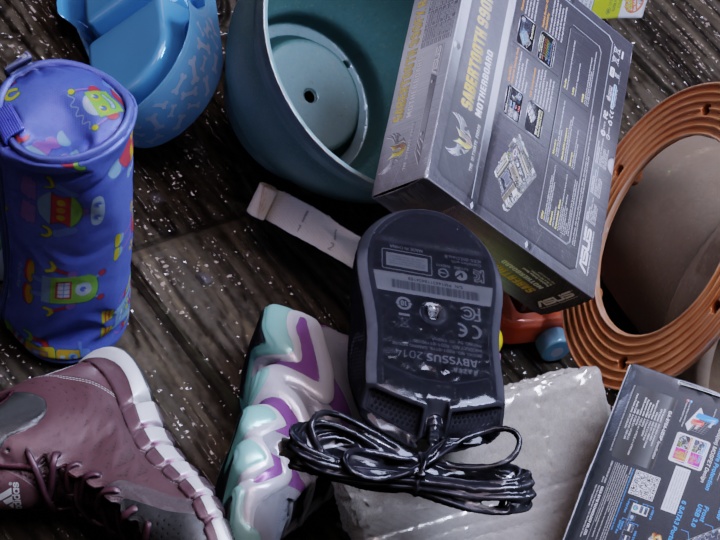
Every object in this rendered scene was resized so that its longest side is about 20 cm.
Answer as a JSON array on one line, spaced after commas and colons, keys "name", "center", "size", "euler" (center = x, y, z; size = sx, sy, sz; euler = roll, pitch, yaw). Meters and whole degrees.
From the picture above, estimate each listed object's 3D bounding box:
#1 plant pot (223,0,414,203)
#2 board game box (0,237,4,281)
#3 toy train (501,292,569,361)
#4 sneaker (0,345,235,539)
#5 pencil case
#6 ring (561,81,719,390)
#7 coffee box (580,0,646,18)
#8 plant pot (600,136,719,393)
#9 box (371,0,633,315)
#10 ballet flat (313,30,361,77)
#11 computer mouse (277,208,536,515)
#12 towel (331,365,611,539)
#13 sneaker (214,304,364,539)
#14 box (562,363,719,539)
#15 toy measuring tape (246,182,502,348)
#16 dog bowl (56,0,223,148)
[{"name": "plant pot", "center": [-0.010, -0.130, 1.314], "size": [0.200, 0.134, 0.201], "euler": [10, 71, -31]}, {"name": "board game box", "center": [-0.321, -0.058, 1.197], "size": [0.200, 0.064, 0.148], "euler": [-8, 52, -27]}, {"name": "toy train", "center": [0.105, 0.066, 1.256], "size": [0.150, 0.056, 0.200], "euler": [-1, 48, -22]}, {"name": "sneaker", "center": [-0.149, 0.131, 1.089], "size": [0.115, 0.076, 0.200], "euler": [-13, 44, -25]}, {"name": "pencil case", "center": [-0.172, -0.031, 1.137], "size": [0.087, 0.200, 0.078], "euler": [-10, 53, -15]}, {"name": "ring", "center": [0.191, -0.020, 1.214], "size": [0.019, 0.200, 0.201], "euler": [21, 41, -26]}, {"name": "coffee box", "center": [0.108, -0.320, 1.493], "size": [0.197, 0.200, 0.200], "euler": [-6, 36, -27]}, {"name": "plant pot", "center": [0.240, -0.005, 1.303], "size": [0.200, 0.201, 0.175], "euler": [-14, 38, -32]}, {"name": "box", "center": [0.094, -0.096, 1.248], "size": [0.158, 0.048, 0.200], "euler": [32, 56, -33]}, {"name": "ballet flat", "center": [0.051, -0.152, 1.441], "size": [0.200, 0.070, 0.070], "euler": [11, 45, -11]}, {"name": "computer mouse", "center": [0.028, 0.053, 1.108], "size": [0.138, 0.053, 0.200], "euler": [12, 49, -8]}, {"name": "towel", "center": [0.073, 0.135, 1.144], "size": [0.200, 0.034, 0.133], "euler": [-11, 87, -33]}, {"name": "sneaker", "center": [-0.007, 0.109, 1.154], "size": [0.140, 0.078, 0.200], "euler": [16, 45, -6]}, {"name": "box", "center": [0.191, 0.170, 1.108], "size": [0.159, 0.046, 0.200], "euler": [19, 75, 13]}, {"name": "toy measuring tape", "center": [0.000, 0.000, 1.218], "size": [0.200, 0.074, 0.074], "euler": [31, 44, 22]}, {"name": "dog bowl", "center": [-0.146, -0.165, 1.341], "size": [0.050, 0.111, 0.200], "euler": [38, 30, -42]}]
